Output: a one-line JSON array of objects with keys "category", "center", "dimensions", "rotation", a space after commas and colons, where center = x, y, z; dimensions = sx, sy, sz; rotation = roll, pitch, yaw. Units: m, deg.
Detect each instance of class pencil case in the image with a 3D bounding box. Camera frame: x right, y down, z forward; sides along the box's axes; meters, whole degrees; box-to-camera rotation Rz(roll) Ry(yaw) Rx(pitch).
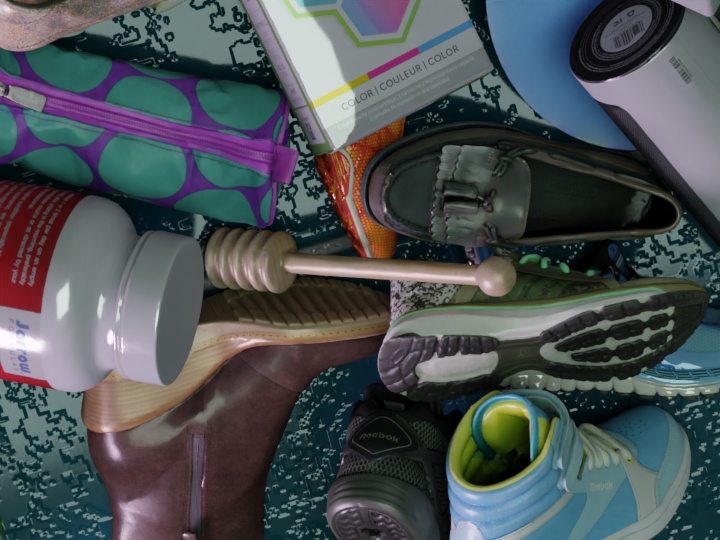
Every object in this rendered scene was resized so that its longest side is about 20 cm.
[{"category": "pencil case", "center": [-0.138, -0.083, 1.265], "dimensions": [0.198, 0.092, 0.086], "rotation": [11, 88, -10]}]

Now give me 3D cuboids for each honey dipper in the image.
[{"category": "honey dipper", "center": [0.000, 0.000, 1.271], "dimensions": [0.199, 0.038, 0.038], "rotation": [6, 105, 31]}]

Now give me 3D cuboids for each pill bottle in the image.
[{"category": "pill bottle", "center": [-0.195, 0.006, 1.241], "dimensions": [0.198, 0.112, 0.113], "rotation": [10, 102, 12]}]

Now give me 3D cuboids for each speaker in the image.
[{"category": "speaker", "center": [0.209, -0.077, 1.281], "dimensions": [0.081, 0.081, 0.200], "rotation": [-42, 123, 4]}]

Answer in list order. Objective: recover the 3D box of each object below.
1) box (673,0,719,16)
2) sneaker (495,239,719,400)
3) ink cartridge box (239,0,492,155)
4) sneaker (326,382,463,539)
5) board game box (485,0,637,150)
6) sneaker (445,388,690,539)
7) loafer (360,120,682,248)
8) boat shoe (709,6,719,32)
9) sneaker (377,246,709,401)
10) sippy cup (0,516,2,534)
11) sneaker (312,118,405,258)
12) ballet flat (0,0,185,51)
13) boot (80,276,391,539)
[{"category": "box", "center": [0.139, -0.276, 1.166], "dimensions": [0.198, 0.131, 0.201], "rotation": [26, 80, 21]}, {"category": "sneaker", "center": [0.164, 0.028, 1.333], "dimensions": [0.198, 0.078, 0.091], "rotation": [1, 100, -7]}, {"category": "ink cartridge box", "center": [-0.019, -0.176, 1.219], "dimensions": [0.103, 0.059, 0.201], "rotation": [-27, 96, -11]}, {"category": "sneaker", "center": [0.033, 0.143, 1.328], "dimensions": [0.076, 0.115, 0.200], "rotation": [3, 146, 19]}, {"category": "board game box", "center": [0.170, -0.172, 1.308], "dimensions": [0.158, 0.039, 0.200], "rotation": [42, 98, -20]}, {"category": "sneaker", "center": [0.125, 0.107, 1.280], "dimensions": [0.200, 0.079, 0.131], "rotation": [-37, 131, -37]}, {"category": "loafer", "center": [0.099, -0.046, 1.283], "dimensions": [0.199, 0.063, 0.072], "rotation": [0, 106, -28]}, {"category": "boat shoe", "center": [0.218, -0.161, 1.264], "dimensions": [0.199, 0.063, 0.073], "rotation": [35, 100, -18]}, {"category": "sneaker", "center": [0.104, 0.014, 1.279], "dimensions": [0.198, 0.089, 0.077], "rotation": [-5, 143, -5]}, {"category": "sippy cup", "center": [-0.293, 0.197, 1.301], "dimensions": [0.130, 0.177, 0.140], "rotation": [44, 51, -24]}, {"category": "sneaker", "center": [0.006, -0.100, 1.289], "dimensions": [0.077, 0.073, 0.202], "rotation": [-10, 106, -10]}, {"category": "ballet flat", "center": [-0.133, -0.173, 1.249], "dimensions": [0.199, 0.067, 0.068], "rotation": [-21, 62, -31]}, {"category": "boot", "center": [-0.068, 0.096, 1.339], "dimensions": [0.198, 0.072, 0.168], "rotation": [-9, 116, -6]}]
